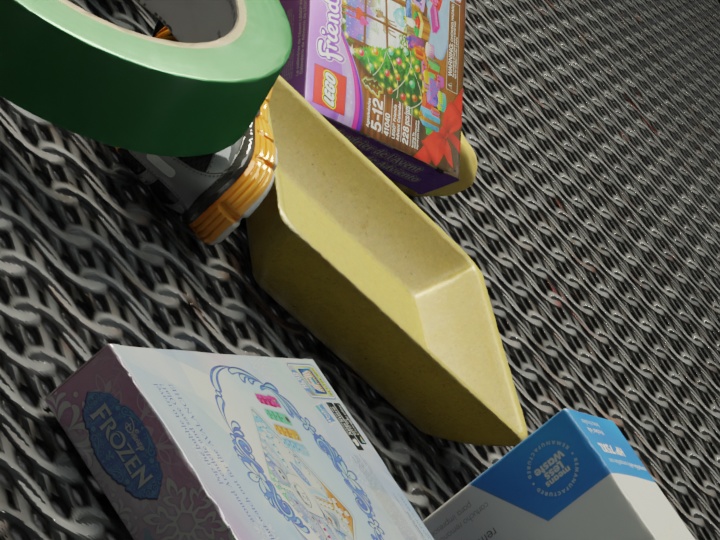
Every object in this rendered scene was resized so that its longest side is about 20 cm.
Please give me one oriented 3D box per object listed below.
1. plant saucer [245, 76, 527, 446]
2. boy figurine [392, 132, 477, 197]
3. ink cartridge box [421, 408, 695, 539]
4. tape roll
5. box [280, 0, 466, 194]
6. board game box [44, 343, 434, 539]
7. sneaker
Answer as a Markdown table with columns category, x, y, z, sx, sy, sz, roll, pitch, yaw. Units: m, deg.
| category | x | y | z | sx | sy | sz | roll | pitch | yaw |
| --- | --- | --- | --- | --- | --- | --- | --- | --- | --- |
| plant saucer | 0.000 | 0.000 | 1.434 | 0.200 | 0.048 | 0.200 | 43 | 16 | -25 |
| boy figurine | 0.006 | -0.132 | 1.699 | 0.200 | 0.064 | 0.125 | 47 | 48 | -18 |
| ink cartridge box | 0.119 | 0.180 | 1.217 | 0.200 | 0.116 | 0.067 | 56 | 16 | 23 |
| tape roll | -0.132 | -0.136 | 1.261 | 0.200 | 0.048 | 0.201 | 24 | 28 | -14 |
| box | 0.008 | -0.164 | 1.636 | 0.136 | 0.039 | 0.201 | 22 | 61 | -38 |
| board game box | -0.022 | 0.124 | 1.091 | 0.200 | 0.043 | 0.199 | 55 | 16 | 17 |
| sneaker | -0.091 | -0.097 | 1.357 | 0.077 | 0.078 | 0.200 | 34 | 21 | -25 |
